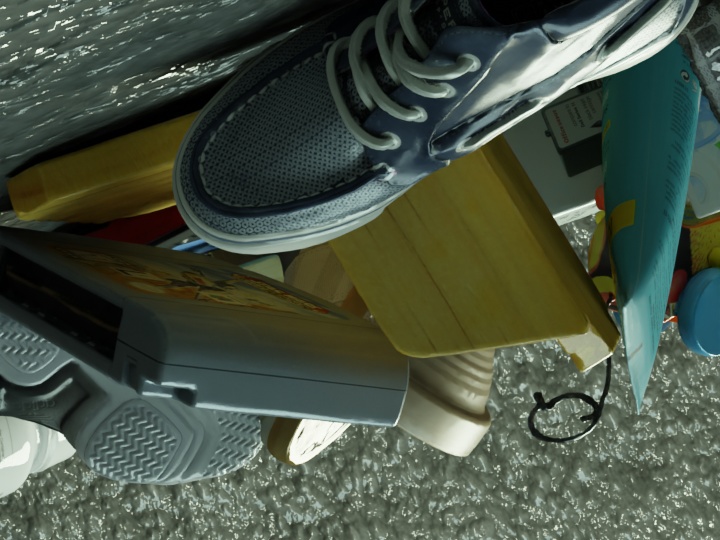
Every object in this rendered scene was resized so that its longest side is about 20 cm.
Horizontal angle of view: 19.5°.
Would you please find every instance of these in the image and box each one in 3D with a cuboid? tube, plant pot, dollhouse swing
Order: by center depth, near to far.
[{"bbox_3d":[-0.014,-0.002,0.866,0.175,0.183,0.200,-32,177,7],"label":"dollhouse swing"},{"bbox_3d":[0.132,-0.039,0.968,0.050,0.201,0.078,-4,140,17],"label":"tube"},{"bbox_3d":[0.015,0.013,1.260,0.093,0.200,0.201,-51,174,6],"label":"plant pot"}]

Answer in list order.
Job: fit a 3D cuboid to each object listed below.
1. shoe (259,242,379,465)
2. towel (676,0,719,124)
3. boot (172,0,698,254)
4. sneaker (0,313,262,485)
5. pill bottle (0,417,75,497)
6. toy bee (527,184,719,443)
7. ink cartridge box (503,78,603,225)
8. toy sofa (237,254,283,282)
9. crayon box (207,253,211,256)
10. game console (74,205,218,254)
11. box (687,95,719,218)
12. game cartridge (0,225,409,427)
[{"bbox_3d":[0.000,0.000,1.003,0.201,0.053,0.070,-60,155,-16],"label":"shoe"},{"bbox_3d":[0.225,-0.069,0.824,0.165,0.201,0.086,-20,-150,24],"label":"towel"},{"bbox_3d":[0.017,-0.072,0.689,0.199,0.073,0.090,-30,169,8],"label":"boot"},{"bbox_3d":[-0.143,0.041,1.008,0.198,0.076,0.114,13,-168,-11],"label":"sneaker"},{"bbox_3d":[-0.304,0.120,1.494,0.199,0.114,0.113,-18,177,-40],"label":"pill bottle"},{"bbox_3d":[0.168,-0.004,1.121,0.130,0.110,0.200,2,-150,30],"label":"toy bee"},{"bbox_3d":[0.145,-0.082,1.231,0.198,0.084,0.147,-20,177,-2],"label":"ink cartridge box"},{"bbox_3d":[-0.124,0.049,1.168,0.082,0.099,0.199,-18,-168,-41],"label":"toy sofa"},{"bbox_3d":[-0.111,0.020,1.592,0.199,0.059,0.172,-23,177,31],"label":"crayon box"},{"bbox_3d":[-0.055,-0.033,1.092,0.176,0.031,0.199,-17,-178,45],"label":"game console"},{"bbox_3d":[0.253,-0.117,1.061,0.199,0.113,0.101,-24,177,37],"label":"box"},{"bbox_3d":[-0.072,0.020,0.881,0.132,0.042,0.199,3,-170,-34],"label":"game cartridge"}]
